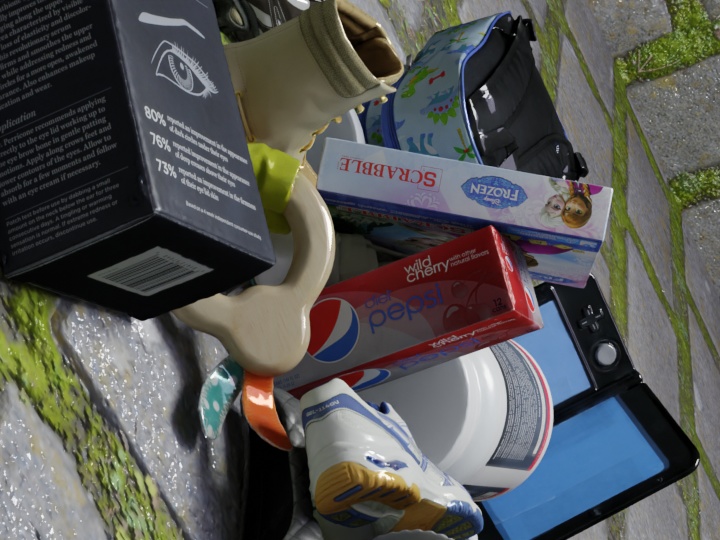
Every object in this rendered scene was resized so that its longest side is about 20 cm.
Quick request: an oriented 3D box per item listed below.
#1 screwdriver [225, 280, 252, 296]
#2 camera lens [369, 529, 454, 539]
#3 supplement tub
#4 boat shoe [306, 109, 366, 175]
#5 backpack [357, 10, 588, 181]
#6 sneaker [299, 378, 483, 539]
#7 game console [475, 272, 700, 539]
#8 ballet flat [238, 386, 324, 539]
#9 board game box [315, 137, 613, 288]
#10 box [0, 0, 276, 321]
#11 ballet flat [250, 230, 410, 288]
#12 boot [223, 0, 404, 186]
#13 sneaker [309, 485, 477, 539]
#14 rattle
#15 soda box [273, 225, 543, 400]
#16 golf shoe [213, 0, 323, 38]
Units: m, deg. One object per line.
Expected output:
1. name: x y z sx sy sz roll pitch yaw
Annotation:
1. screwdriver: -0.075 0.006 1.196 0.028 0.029 0.200 66 18 -8
2. camera lens: 0.057 0.282 1.069 0.200 0.159 0.161 55 23 -36
3. supplement tub: 0.059 0.106 1.286 0.200 0.140 0.141 21 50 -66
4. boat shoe: -0.007 -0.047 1.367 0.086 0.074 0.203 17 57 -66
5. backpack: 0.086 -0.104 1.422 0.184 0.146 0.200 66 26 -16
6. sneaker: 0.023 0.129 1.097 0.200 0.075 0.089 47 22 -59
7. game console: 0.152 0.119 1.399 0.177 0.199 0.116 65 -7 -11
8. ballet flat: -0.060 0.150 1.048 0.057 0.066 0.201 42 24 -28
9. board game box: 0.075 -0.038 1.209 0.200 0.199 0.041 63 38 -79
10. box: -0.145 -0.090 0.981 0.148 0.104 0.201 27 45 -63
11. ballet flat: 0.000 0.000 1.236 0.200 0.069 0.070 13 57 -53
12. boot: -0.033 -0.113 1.235 0.200 0.155 0.073 49 27 -45
13. sneaker: 0.023 0.204 1.216 0.200 0.073 0.071 28 53 -50
14. rattle: -0.088 0.025 1.114 0.130 0.143 0.201 -7 84 -33
15. soda box: 0.020 0.037 1.156 0.070 0.199 0.064 28 44 -63
16. golf shoe: -0.052 -0.202 1.374 0.200 0.094 0.078 49 26 -49
